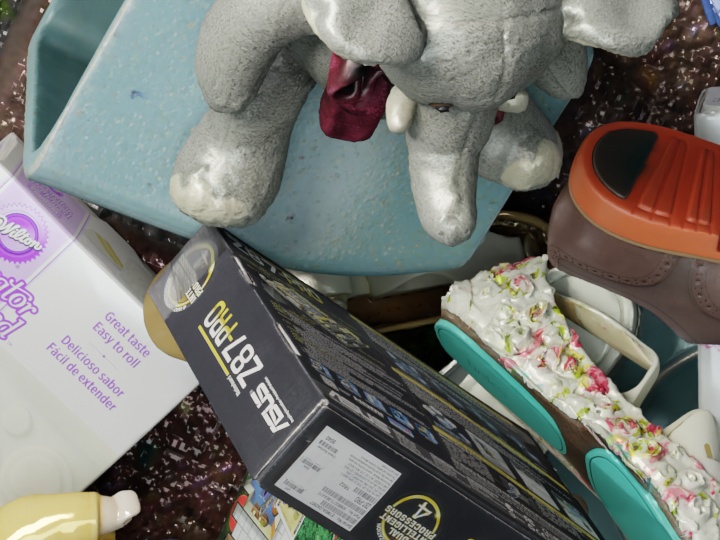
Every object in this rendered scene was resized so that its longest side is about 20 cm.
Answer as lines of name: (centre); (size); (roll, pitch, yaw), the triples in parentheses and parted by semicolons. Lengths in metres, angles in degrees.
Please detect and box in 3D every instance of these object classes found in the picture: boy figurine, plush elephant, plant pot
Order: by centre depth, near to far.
plush elephant: (0.027, -0.084, 1.071); (0.165, 0.155, 0.200); (-1, 117, -16)
plant pot: (-0.015, -0.107, 1.242); (0.200, 0.196, 0.196); (27, 106, -16)
boy figurine: (-0.145, 0.150, 1.335); (0.200, 0.064, 0.124); (9, 126, -33)

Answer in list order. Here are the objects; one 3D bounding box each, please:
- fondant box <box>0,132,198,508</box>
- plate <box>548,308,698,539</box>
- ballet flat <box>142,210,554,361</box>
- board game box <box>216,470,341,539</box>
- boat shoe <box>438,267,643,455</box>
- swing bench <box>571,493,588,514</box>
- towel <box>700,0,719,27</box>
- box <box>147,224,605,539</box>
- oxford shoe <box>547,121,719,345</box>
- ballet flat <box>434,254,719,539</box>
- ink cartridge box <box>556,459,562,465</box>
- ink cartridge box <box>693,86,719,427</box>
fondant box: (-0.189, 0.055, 1.361); (0.200, 0.058, 0.144); (-43, 100, 13)
plate: (0.184, 0.094, 1.321); (0.200, 0.026, 0.200); (1, 104, 4)
ballet flat: (0.000, 0.000, 1.295); (0.200, 0.063, 0.069); (-11, 84, -21)
board game box: (-0.047, 0.160, 1.288); (0.023, 0.105, 0.200); (17, 103, -32)
boat shoe: (0.056, 0.075, 1.306); (0.073, 0.062, 0.200); (44, 101, 9)
swing bench: (0.075, 0.236, 1.330); (0.200, 0.130, 0.199); (-25, 124, 34)
towel: (0.198, -0.219, 1.276); (0.145, 0.024, 0.200); (-19, 104, 8)
box: (0.018, 0.075, 1.156); (0.200, 0.161, 0.049); (34, 103, -32)
oxford shoe: (0.175, 0.001, 1.181); (0.200, 0.071, 0.073); (22, 138, -3)
ballet flat: (0.113, 0.066, 1.210); (0.064, 0.076, 0.200); (-37, 70, -13)
ink cartridge box: (0.200, 0.056, 1.345); (0.200, 0.043, 0.198); (43, 103, -7)
ink cartridge box: (0.222, 0.019, 1.242); (0.146, 0.083, 0.200); (0, 101, 10)
